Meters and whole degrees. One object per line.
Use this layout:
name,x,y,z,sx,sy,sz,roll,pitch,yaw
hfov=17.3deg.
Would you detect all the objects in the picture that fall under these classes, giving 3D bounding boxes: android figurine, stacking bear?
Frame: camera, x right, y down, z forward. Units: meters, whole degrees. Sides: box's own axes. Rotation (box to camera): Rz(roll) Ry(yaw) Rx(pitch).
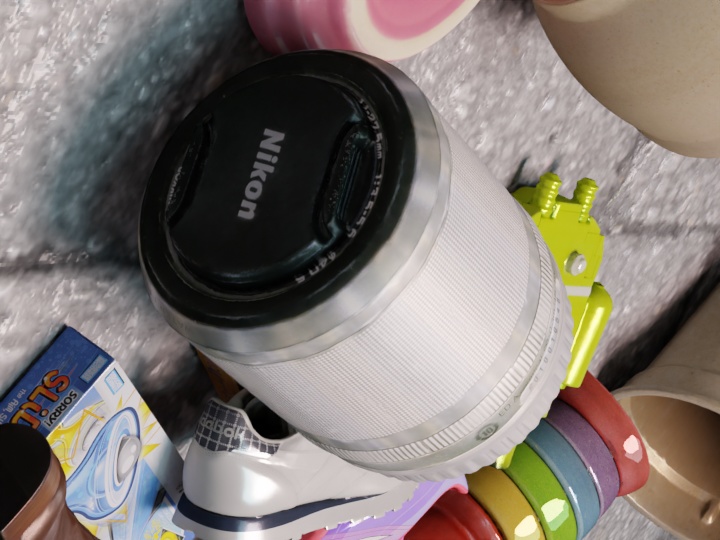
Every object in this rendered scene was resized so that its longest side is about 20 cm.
android figurine,0.098,0.032,1.507,0.182,0.041,0.200,8,106,-54
stacking bear,0.088,0.159,1.601,0.200,0.114,0.122,-36,136,-22

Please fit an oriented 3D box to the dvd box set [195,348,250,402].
dvd box set,-0.024,0.025,1.328,0.146,0.029,0.200,-48,153,-17

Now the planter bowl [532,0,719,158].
planter bowl,0.166,-0.176,1.270,0.135,0.200,0.200,21,103,-37

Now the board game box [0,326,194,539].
board game box,-0.152,0.129,1.219,0.135,0.034,0.200,-50,154,-14

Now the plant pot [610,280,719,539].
plant pot,0.307,0.095,1.840,0.184,0.200,0.201,-54,157,-30

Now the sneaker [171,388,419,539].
sneaker,-0.023,0.092,1.298,0.200,0.076,0.081,-17,117,-57

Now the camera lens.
camera lens,0.000,0.000,1.152,0.160,0.160,0.200,-53,140,-6

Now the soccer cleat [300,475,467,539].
soccer cleat,-0.018,0.160,1.421,0.200,0.067,0.077,-39,119,-19

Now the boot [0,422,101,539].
boot,-0.186,0.180,1.118,0.186,0.064,0.200,-45,157,-17

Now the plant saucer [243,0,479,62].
plant saucer,0.026,-0.179,1.153,0.201,0.051,0.201,-41,151,-28
